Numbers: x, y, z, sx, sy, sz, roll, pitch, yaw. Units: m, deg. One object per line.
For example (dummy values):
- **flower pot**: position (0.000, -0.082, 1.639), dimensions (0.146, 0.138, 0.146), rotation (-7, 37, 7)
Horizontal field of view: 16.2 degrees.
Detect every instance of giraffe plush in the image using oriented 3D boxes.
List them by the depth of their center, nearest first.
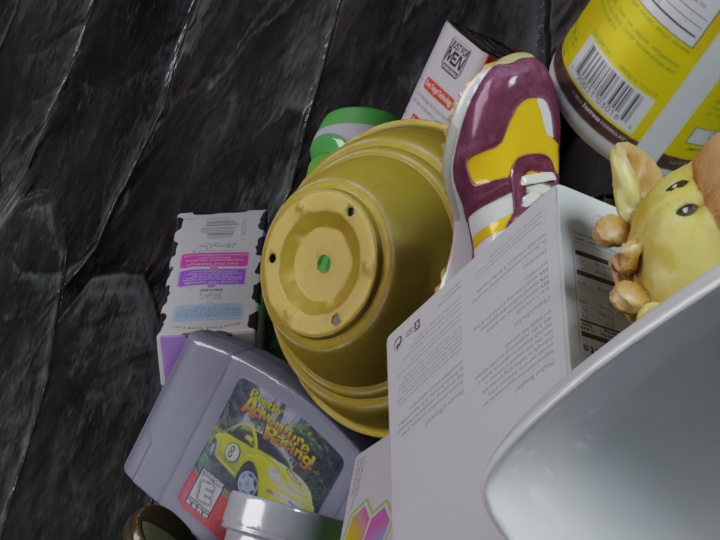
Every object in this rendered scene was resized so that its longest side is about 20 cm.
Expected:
- **giraffe plush**: position (0.192, -0.008, 1.133), dimensions (0.200, 0.162, 0.173), rotation (-66, 20, 11)

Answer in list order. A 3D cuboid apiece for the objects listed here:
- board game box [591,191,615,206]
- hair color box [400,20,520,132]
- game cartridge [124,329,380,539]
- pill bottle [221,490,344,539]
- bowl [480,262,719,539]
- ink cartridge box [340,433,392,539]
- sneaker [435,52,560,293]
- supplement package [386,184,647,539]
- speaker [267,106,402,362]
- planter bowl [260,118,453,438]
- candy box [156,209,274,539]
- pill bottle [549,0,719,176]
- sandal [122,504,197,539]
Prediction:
- **board game box**: position (0.099, 0.015, 1.565), dimensions (0.200, 0.023, 0.105), rotation (-14, 60, 67)
- **hair color box**: position (0.052, -0.051, 1.633), dimensions (0.200, 0.061, 0.102), rotation (-66, 20, 12)
- **game cartridge**: position (-0.057, 0.134, 1.659), dimensions (0.041, 0.200, 0.133), rotation (-7, -50, -61)
- **pill bottle**: position (-0.070, 0.244, 1.577), dimensions (0.112, 0.112, 0.201), rotation (0, 73, 69)
- **bowl**: position (0.175, 0.087, 1.042), dimensions (0.200, 0.200, 0.075), rotation (-40, 11, 27)
- **ink cartridge box**: position (0.016, 0.184, 1.478), dimensions (0.200, 0.076, 0.148), rotation (-37, 36, 51)
- **sneaker**: position (0.092, -0.015, 1.359), dimensions (0.090, 0.075, 0.201), rotation (27, 121, 44)
- **supplement package**: position (0.116, 0.098, 1.225), dimensions (0.152, 0.150, 0.200), rotation (-44, 36, 42)
- **speaker**: position (-0.010, -0.011, 1.785), dimensions (0.088, 0.088, 0.201), rotation (-31, 43, 60)
- **planter bowl**: position (0.000, 0.000, 1.549), dimensions (0.200, 0.083, 0.201), rotation (-6, 79, 37)
- **candy box**: position (-0.099, 0.073, 1.818), dimensions (0.200, 0.071, 0.168), rotation (-90, -3, -64)
- **pill bottle**: position (0.192, -0.150, 1.346), dimensions (0.200, 0.109, 0.109), rotation (-55, 25, 35)
- **sandal**: position (-0.107, 0.236, 1.670), dimensions (0.054, 0.200, 0.082), rotation (-26, 36, 16)
